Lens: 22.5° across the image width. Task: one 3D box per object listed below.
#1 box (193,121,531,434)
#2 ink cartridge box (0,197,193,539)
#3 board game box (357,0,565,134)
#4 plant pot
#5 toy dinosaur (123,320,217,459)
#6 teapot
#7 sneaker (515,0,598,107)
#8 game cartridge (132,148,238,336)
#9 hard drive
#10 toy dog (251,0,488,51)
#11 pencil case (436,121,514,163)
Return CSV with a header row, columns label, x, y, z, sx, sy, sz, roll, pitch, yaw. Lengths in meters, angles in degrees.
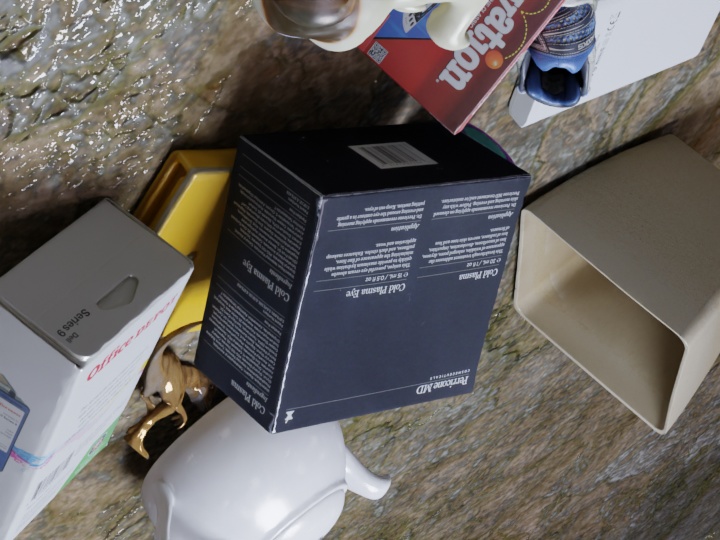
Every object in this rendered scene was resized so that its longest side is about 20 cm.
label,x,y,z,sx,sy,sz,roll,pitch,yaw
box,0.000,0.000,1.301,0.198,0.104,0.184,-7,120,-40
ink cartridge box,-0.210,0.070,1.232,0.145,0.087,0.201,-47,171,-51
board game box,0.087,-0.199,1.211,0.200,0.103,0.019,-51,176,25
plant pot,0.279,-0.004,1.715,0.177,0.199,0.201,-41,157,-19
toy dinosaur,-0.162,0.085,1.424,0.107,0.060,0.200,-51,169,-8
teapot,-0.084,0.193,1.555,0.199,0.146,0.198,-38,167,-5
sneaker,0.134,-0.157,1.308,0.076,0.086,0.200,-1,174,5
game cartridge,-0.100,-0.022,1.347,0.199,0.033,0.177,-9,142,-51
hard drive,0.219,-0.197,1.482,0.199,0.026,0.132,-24,152,-29
toy dog,0.020,-0.210,1.065,0.199,0.140,0.194,-39,142,2
pencil case,0.036,-0.027,1.444,0.085,0.093,0.200,19,119,-48
